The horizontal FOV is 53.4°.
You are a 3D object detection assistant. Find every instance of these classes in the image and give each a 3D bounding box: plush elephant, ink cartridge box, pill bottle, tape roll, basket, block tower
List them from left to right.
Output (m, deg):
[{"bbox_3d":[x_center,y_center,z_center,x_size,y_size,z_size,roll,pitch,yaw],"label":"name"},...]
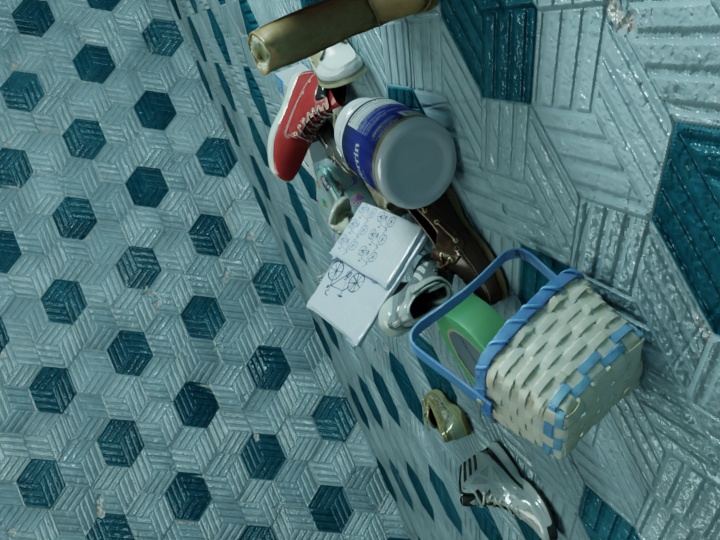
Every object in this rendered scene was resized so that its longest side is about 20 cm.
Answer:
[{"bbox_3d":[-0.103,-0.301,1.453,0.116,0.065,0.203,50,159,51],"label":"ink cartridge box"},{"bbox_3d":[0.014,-0.038,1.247,0.167,0.194,0.157,80,-176,-46],"label":"plush elephant"},{"bbox_3d":[0.022,-0.181,1.167,0.203,0.057,0.054,60,167,18],"label":"block tower"},{"bbox_3d":[0.039,-0.168,0.971,0.200,0.114,0.118,47,158,58],"label":"pill bottle"},{"bbox_3d":[0.181,0.124,0.963,0.202,0.048,0.201,51,170,12],"label":"tape roll"},{"bbox_3d":[0.168,0.077,0.728,0.200,0.175,0.140,43,161,34],"label":"basket"}]

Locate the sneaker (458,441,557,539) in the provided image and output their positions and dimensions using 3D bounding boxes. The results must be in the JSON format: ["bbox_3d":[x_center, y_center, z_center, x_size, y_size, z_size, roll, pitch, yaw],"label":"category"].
[{"bbox_3d":[0.230,0.385,1.180,0.201,0.113,0.077,50,161,51],"label":"sneaker"}]

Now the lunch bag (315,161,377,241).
[{"bbox_3d":[-0.028,-0.124,1.434,0.163,0.076,0.201,63,168,16],"label":"lunch bag"}]

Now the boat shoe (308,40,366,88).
[{"bbox_3d":[-0.051,-0.343,1.127,0.200,0.074,0.069,49,165,57],"label":"boat shoe"}]

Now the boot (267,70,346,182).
[{"bbox_3d":[-0.090,-0.251,1.250,0.143,0.071,0.205,19,93,52],"label":"boot"}]

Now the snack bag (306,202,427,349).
[{"bbox_3d":[0.000,0.000,1.095,0.021,0.203,0.188,33,179,-35],"label":"snack bag"}]

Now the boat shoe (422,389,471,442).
[{"bbox_3d":[0.158,0.294,1.448,0.075,0.062,0.200,66,169,-7],"label":"boat shoe"}]

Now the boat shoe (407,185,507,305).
[{"bbox_3d":[0.123,-0.034,0.969,0.202,0.069,0.071,60,163,22],"label":"boat shoe"}]

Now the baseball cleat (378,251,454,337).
[{"bbox_3d":[0.105,0.026,1.005,0.105,0.200,0.070,-24,107,44],"label":"baseball cleat"}]

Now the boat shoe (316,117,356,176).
[{"bbox_3d":[-0.045,-0.233,1.299,0.057,0.066,0.203,-45,53,30],"label":"boat shoe"}]

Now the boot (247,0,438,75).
[{"bbox_3d":[-0.021,-0.285,0.806,0.067,0.196,0.175,66,168,-9],"label":"boot"}]
